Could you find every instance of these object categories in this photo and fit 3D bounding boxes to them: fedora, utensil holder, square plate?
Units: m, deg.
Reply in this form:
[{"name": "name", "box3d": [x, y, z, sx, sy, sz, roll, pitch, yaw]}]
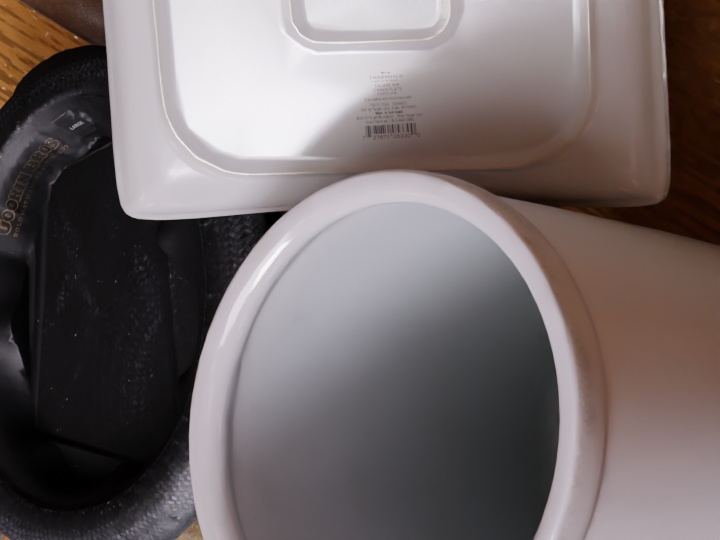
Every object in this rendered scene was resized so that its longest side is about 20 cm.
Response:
[{"name": "fedora", "box3d": [-0.082, 0.017, 1.090, 0.200, 0.091, 0.202, -4, 83, 39]}, {"name": "utensil holder", "box3d": [0.068, 0.062, 0.973, 0.169, 0.199, 0.171, -8, 78, 41]}, {"name": "square plate", "box3d": [0.005, -0.108, 0.942, 0.199, 0.028, 0.199, -1, 113, 6]}]

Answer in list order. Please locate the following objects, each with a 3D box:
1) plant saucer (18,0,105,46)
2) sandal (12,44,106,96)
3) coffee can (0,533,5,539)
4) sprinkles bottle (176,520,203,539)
[{"name": "plant saucer", "box3d": [-0.094, -0.110, 1.068, 0.200, 0.032, 0.200, 29, 176, 2]}, {"name": "sandal", "box3d": [-0.095, -0.017, 1.185, 0.075, 0.048, 0.201, -21, 128, -7]}, {"name": "coffee can", "box3d": [-0.272, 0.070, 1.286, 0.146, 0.146, 0.200, -23, 109, 38]}, {"name": "sprinkles bottle", "box3d": [-0.027, 0.163, 1.269, 0.199, 0.068, 0.068, 32, 132, 6]}]
